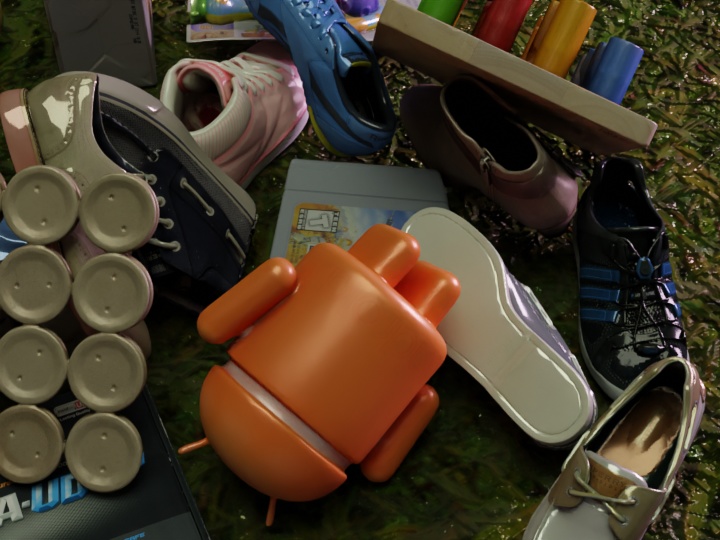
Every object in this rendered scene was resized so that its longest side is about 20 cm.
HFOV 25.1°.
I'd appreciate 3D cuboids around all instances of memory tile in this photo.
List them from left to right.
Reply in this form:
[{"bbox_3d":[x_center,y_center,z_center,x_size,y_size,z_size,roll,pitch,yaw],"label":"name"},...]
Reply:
[{"bbox_3d":[-0.204,0.033,1.013,0.152,0.017,0.201,5,93,6],"label":"memory tile"}]

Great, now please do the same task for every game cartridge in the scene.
[{"bbox_3d":[0.000,0.000,1.169,0.132,0.042,0.201,2,50,8],"label":"game cartridge"}]

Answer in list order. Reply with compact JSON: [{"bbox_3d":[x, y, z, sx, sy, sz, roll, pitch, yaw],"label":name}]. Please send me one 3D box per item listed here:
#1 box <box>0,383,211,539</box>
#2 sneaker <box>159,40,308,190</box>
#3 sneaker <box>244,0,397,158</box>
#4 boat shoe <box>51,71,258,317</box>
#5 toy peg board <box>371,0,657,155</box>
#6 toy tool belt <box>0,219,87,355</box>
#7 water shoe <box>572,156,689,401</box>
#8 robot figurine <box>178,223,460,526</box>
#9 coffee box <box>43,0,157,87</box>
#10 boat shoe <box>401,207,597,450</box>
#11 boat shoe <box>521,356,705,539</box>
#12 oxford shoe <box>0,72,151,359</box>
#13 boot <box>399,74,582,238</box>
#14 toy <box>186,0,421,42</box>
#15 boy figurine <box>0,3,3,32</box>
[{"bbox_3d":[-0.207,0.163,1.025,0.199,0.046,0.159,-18,51,-14],"label":"box"},{"bbox_3d":[-0.093,-0.136,1.241,0.075,0.105,0.201,18,51,18],"label":"sneaker"},{"bbox_3d":[-0.028,-0.183,1.228,0.066,0.078,0.201,-29,94,-27],"label":"sneaker"},{"bbox_3d":[-0.145,-0.048,1.119,0.074,0.200,0.093,-21,47,33],"label":"boat shoe"},{"bbox_3d":[0.119,-0.170,1.161,0.198,0.200,0.098,24,92,-2],"label":"toy peg board"},{"bbox_3d":[-0.269,0.015,1.102,0.200,0.123,0.125,-34,56,-24],"label":"toy tool belt"},{"bbox_3d":[0.184,0.007,1.129,0.071,0.079,0.201,-6,50,-4],"label":"water shoe"},{"bbox_3d":[-0.025,0.062,1.040,0.116,0.144,0.200,37,85,31],"label":"robot figurine"},{"bbox_3d":[-0.217,-0.258,1.340,0.079,0.115,0.201,-6,49,-4],"label":"coffee box"},{"bbox_3d":[0.093,0.042,1.103,0.073,0.062,0.200,-41,62,8],"label":"boat shoe"},{"bbox_3d":[0.152,0.138,1.011,0.074,0.069,0.201,24,67,18],"label":"boat shoe"},{"bbox_3d":[-0.168,-0.031,1.051,0.073,0.201,0.071,-20,10,0],"label":"oxford shoe"},{"bbox_3d":[0.084,-0.100,1.174,0.200,0.146,0.070,40,86,27],"label":"boot"},{"bbox_3d":[-0.043,-0.222,1.319,0.199,0.047,0.115,-4,27,-4],"label":"toy"},{"bbox_3d":[-0.387,-0.180,1.309,0.199,0.065,0.124,-26,55,-21],"label":"boy figurine"}]
